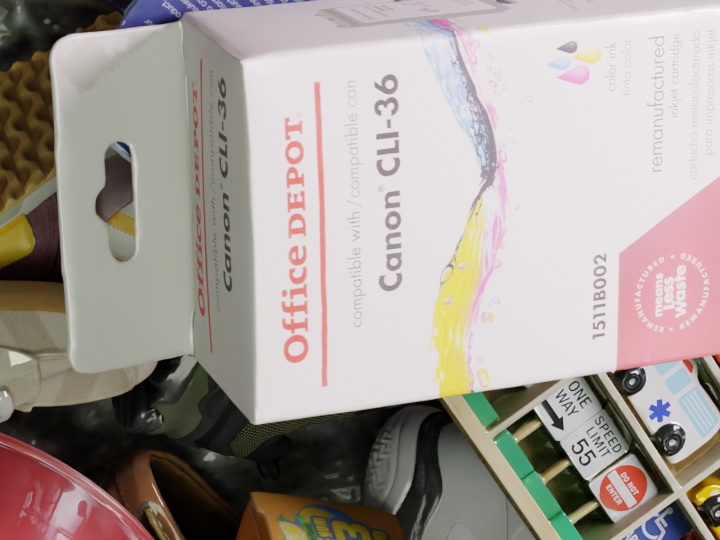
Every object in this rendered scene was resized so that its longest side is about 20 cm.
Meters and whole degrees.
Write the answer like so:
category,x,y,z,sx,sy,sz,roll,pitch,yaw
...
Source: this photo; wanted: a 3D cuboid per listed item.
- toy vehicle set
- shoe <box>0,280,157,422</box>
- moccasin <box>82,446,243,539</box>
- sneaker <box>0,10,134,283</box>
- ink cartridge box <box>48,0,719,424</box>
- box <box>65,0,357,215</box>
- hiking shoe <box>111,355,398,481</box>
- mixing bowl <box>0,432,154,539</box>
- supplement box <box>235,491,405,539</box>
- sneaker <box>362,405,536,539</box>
category,x,y,z,sx,sy,sz,roll,pitch,yaw
toy vehicle set,0.102,0.044,0.853,0.124,0.027,0.200,-37,114,-3
shoe,-0.165,0.043,0.819,0.200,0.053,0.070,-5,159,-5
moccasin,-0.033,0.138,0.979,0.078,0.074,0.201,-34,114,25
sneaker,-0.073,-0.040,0.850,0.200,0.075,0.090,-20,148,0
ink cartridge box,0.011,-0.023,0.745,0.200,0.067,0.117,-8,110,-18
box,0.006,-0.098,0.774,0.121,0.032,0.200,41,89,-28
hiking shoe,0.000,0.000,0.891,0.101,0.076,0.200,27,124,-38
mixing bowl,-0.171,0.162,0.910,0.200,0.108,0.200,8,130,9
supplement box,-0.035,0.186,0.925,0.069,0.067,0.200,8,116,-16
sneaker,0.070,0.150,0.956,0.115,0.075,0.200,2,113,27
